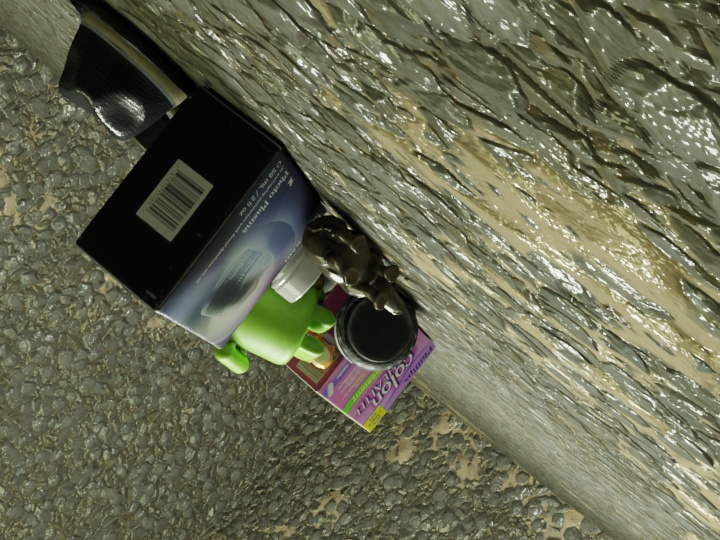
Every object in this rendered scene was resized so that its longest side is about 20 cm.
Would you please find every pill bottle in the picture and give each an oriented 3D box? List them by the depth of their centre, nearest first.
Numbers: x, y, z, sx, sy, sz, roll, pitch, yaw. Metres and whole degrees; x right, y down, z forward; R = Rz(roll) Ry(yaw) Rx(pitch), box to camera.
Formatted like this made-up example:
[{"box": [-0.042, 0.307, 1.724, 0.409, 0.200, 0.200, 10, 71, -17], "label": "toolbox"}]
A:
[{"box": [-0.134, -0.059, 1.340, 0.199, 0.114, 0.114, 40, 175, -10], "label": "pill bottle"}, {"box": [0.020, 0.079, 1.445, 0.111, 0.112, 0.200, 39, 175, -1], "label": "pill bottle"}]

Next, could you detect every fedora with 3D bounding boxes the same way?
[{"box": [-0.260, -0.199, 1.135, 0.200, 0.092, 0.201, 39, 175, 4], "label": "fedora"}]

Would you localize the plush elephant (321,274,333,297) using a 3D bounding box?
[{"box": [-0.124, 0.014, 1.704, 0.156, 0.199, 0.165, 56, 176, -22], "label": "plush elephant"}]

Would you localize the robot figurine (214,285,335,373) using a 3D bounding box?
[{"box": [-0.135, 0.049, 1.425, 0.198, 0.178, 0.116, 26, 165, -11], "label": "robot figurine"}]

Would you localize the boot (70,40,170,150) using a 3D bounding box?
[{"box": [-0.322, -0.257, 1.442, 0.188, 0.068, 0.200, 43, -173, -27], "label": "boot"}]

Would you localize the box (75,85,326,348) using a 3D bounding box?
[{"box": [-0.154, -0.046, 1.106, 0.123, 0.201, 0.198, 36, 176, 17], "label": "box"}]

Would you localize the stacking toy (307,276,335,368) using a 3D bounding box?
[{"box": [-0.088, 0.047, 1.532, 0.110, 0.115, 0.203, 49, -161, -74], "label": "stacking toy"}]

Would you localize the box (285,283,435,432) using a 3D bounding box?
[{"box": [-0.001, 0.127, 1.649, 0.096, 0.177, 0.200, 35, 174, 35], "label": "box"}]

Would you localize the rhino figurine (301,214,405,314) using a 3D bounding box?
[{"box": [0.000, 0.000, 1.188, 0.087, 0.060, 0.200, 32, 173, 34], "label": "rhino figurine"}]
